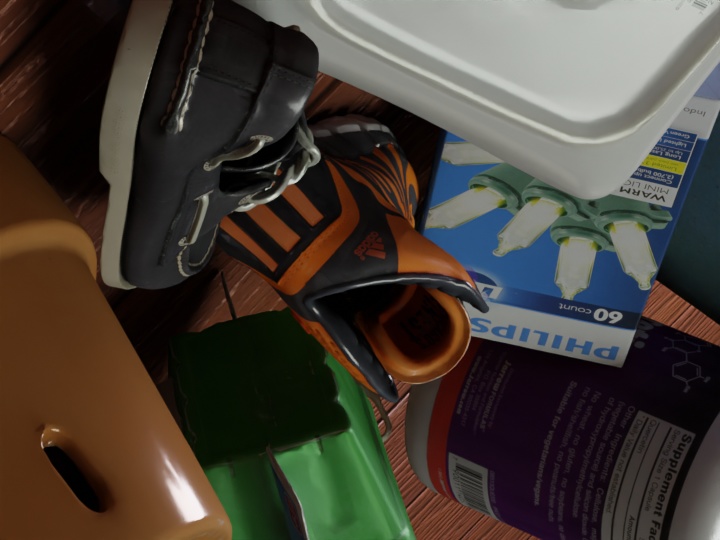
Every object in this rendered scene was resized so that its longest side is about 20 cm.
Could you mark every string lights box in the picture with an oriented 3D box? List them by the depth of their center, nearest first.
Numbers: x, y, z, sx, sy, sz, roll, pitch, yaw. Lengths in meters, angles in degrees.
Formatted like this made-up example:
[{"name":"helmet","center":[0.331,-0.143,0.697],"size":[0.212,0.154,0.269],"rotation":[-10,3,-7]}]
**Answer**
[{"name":"string lights box","center":[0.082,-0.044,1.136],"size":[0.200,0.102,0.059],"rotation":[101,1,-57]}]

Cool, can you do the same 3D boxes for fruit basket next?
[{"name":"fruit basket","center":[-0.028,0.126,1.098],"size":[0.093,0.185,0.201],"rotation":[-9,119,-6]}]

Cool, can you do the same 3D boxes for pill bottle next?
[{"name":"pill bottle","center":[0.126,0.080,1.244],"size":[0.112,0.199,0.113],"rotation":[-41,143,-42]}]

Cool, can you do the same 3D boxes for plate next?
[{"name":"plate","center":[0.067,-0.118,0.862],"size":[0.200,0.032,0.200],"rotation":[22,117,-34]}]

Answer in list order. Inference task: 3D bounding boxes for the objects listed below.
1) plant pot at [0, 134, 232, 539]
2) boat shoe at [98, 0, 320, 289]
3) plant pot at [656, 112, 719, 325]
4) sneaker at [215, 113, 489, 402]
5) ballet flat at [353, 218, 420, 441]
[{"name":"plant pot","center":[-0.135,0.077,0.849],"size":[0.200,0.140,0.200],"rotation":[-41,166,-13]},{"name":"boat shoe","center":[-0.046,-0.034,0.881],"size":[0.200,0.062,0.073],"rotation":[100,4,-73]},{"name":"plant pot","center":[0.194,-0.053,1.260],"size":[0.200,0.196,0.200],"rotation":[-45,166,-15]},{"name":"sneaker","center":[0.000,0.000,1.060],"size":[0.078,0.112,0.200],"rotation":[-48,166,13]},{"name":"ballet flat","center":[0.005,0.044,1.294],"size":[0.200,0.063,0.069],"rotation":[-43,168,-7]}]
